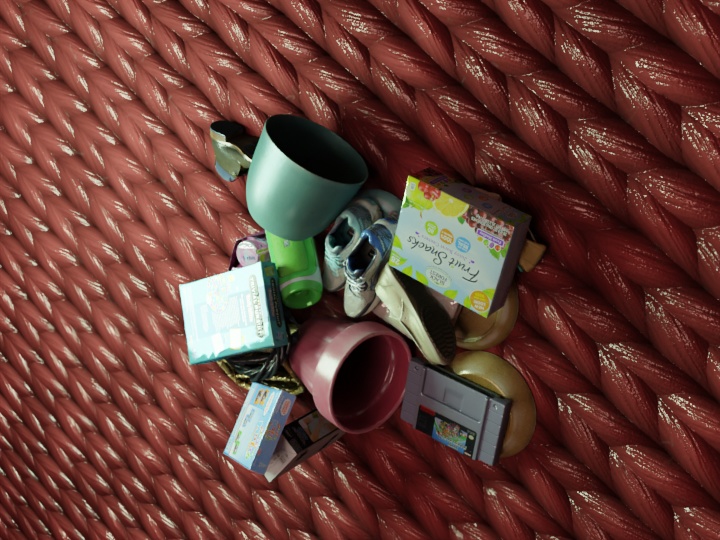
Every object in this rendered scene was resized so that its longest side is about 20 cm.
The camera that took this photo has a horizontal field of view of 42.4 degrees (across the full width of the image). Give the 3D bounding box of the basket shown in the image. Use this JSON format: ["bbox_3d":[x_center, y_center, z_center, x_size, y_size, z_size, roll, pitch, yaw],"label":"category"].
[{"bbox_3d":[-0.185,0.191,1.851,0.199,0.149,0.144,0,104,37],"label":"basket"}]

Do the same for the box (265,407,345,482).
[{"bbox_3d":[-0.100,0.320,1.793,0.060,0.199,0.117,52,130,14],"label":"box"}]

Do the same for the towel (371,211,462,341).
[{"bbox_3d":[0.091,0.025,1.623,0.200,0.032,0.192,35,123,25],"label":"towel"}]

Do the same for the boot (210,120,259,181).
[{"bbox_3d":[-0.219,-0.209,1.808,0.200,0.074,0.097,37,136,32],"label":"boot"}]

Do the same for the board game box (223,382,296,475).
[{"bbox_3d":[-0.192,0.292,1.744,0.152,0.036,0.200,-68,18,-10],"label":"board game box"}]

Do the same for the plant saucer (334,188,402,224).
[{"bbox_3d":[0.024,-0.048,1.689,0.199,0.027,0.202,13,112,35],"label":"plant saucer"}]

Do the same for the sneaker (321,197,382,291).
[{"bbox_3d":[-0.039,-0.041,1.666,0.077,0.086,0.201,38,125,22],"label":"sneaker"}]

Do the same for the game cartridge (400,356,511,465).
[{"bbox_3d":[0.162,0.247,1.627,0.199,0.038,0.131,23,114,31],"label":"game cartridge"}]

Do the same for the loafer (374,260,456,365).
[{"bbox_3d":[0.092,0.077,1.575,0.068,0.075,0.201,-42,71,40],"label":"loafer"}]

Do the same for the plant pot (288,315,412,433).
[{"bbox_3d":[-0.032,0.173,1.712,0.179,0.199,0.201,27,121,46],"label":"plant pot"}]

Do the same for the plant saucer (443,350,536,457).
[{"bbox_3d":[0.211,0.241,1.630,0.199,0.035,0.202,13,112,35],"label":"plant saucer"}]

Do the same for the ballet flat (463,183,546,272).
[{"bbox_3d":[0.223,-0.086,1.509,0.063,0.069,0.200,-43,78,10],"label":"ballet flat"}]

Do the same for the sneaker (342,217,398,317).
[{"bbox_3d":[0.000,0.000,1.613,0.077,0.085,0.201,35,123,27],"label":"sneaker"}]

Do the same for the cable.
[{"bbox_3d":[-0.206,0.110,1.735,0.200,0.051,0.164,35,107,26],"label":"cable"}]

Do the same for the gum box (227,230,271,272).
[{"bbox_3d":[-0.204,0.015,1.831,0.066,0.113,0.201,33,122,25],"label":"gum box"}]

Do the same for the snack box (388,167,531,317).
[{"bbox_3d":[0.155,-0.046,1.483,0.199,0.068,0.170,31,125,27],"label":"snack box"}]

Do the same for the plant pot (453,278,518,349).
[{"bbox_3d":[0.178,0.045,1.599,0.199,0.027,0.201,14,113,34],"label":"plant pot"}]

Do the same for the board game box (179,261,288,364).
[{"bbox_3d":[-0.234,0.080,1.696,0.199,0.047,0.152,-14,80,30],"label":"board game box"}]

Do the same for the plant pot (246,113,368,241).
[{"bbox_3d":[-0.110,-0.152,1.638,0.201,0.200,0.161,43,121,19],"label":"plant pot"}]

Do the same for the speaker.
[{"bbox_3d":[-0.126,-0.033,1.727,0.088,0.088,0.201,-41,51,39],"label":"speaker"}]
